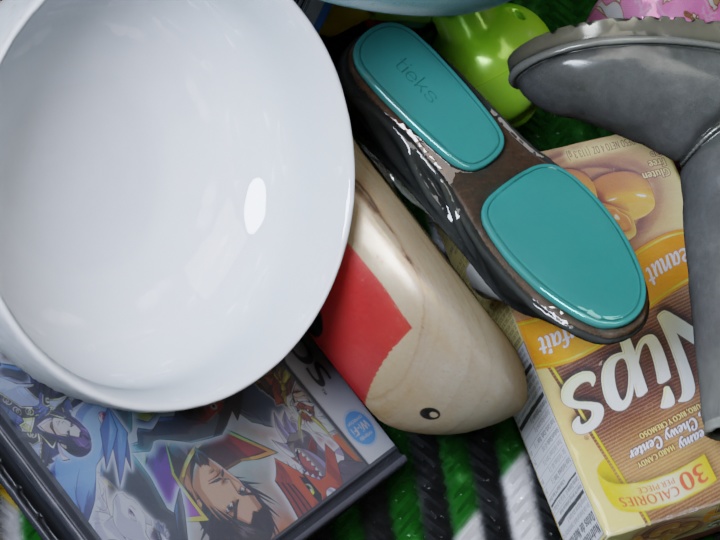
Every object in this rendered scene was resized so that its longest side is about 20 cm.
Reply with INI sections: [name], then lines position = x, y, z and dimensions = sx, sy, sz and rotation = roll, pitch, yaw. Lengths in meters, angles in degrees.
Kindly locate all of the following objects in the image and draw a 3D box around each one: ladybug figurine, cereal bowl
[ladybug figurine]
position = 0.000, 0.000, 1.195
dimensions = 0.072, 0.136, 0.200
rotation = -38, 67, 3
[cereal bowl]
position = -0.102, -0.041, 1.084
dimensions = 0.199, 0.083, 0.202
rotation = -4, 95, -41

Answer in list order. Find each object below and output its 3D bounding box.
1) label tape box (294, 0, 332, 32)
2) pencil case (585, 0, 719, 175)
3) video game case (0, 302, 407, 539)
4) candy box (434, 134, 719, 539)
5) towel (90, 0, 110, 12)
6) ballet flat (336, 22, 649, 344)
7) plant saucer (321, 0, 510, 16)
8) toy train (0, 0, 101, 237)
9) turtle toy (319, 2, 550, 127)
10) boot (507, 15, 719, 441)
[label tape box]
position = -0.115, -0.191, 1.245
dimensions = 0.142, 0.066, 0.201
rotation = -3, 46, -38
[pencil case]
position = 0.195, -0.070, 1.301
dimensions = 0.082, 0.087, 0.201
rotation = -14, 65, -46
[video game case]
position = -0.089, 0.057, 1.133
dimensions = 0.181, 0.025, 0.200
rotation = 52, 38, 5
[candy box]
position = 0.126, 0.036, 1.241
dimensions = 0.115, 0.055, 0.201
rotation = -14, 66, -19
[towel]
position = -0.170, -0.187, 1.180
dimensions = 0.023, 0.199, 0.154
rotation = 0, 92, -41
[ballet flat]
position = 0.061, -0.033, 1.193
dimensions = 0.068, 0.069, 0.200
rotation = -30, 68, -25
[plant saucer]
position = -0.006, -0.160, 1.164
dimensions = 0.198, 0.028, 0.200
rotation = 13, 25, -6
[toy train]
position = -0.206, -0.084, 1.130
dimensions = 0.115, 0.085, 0.201
rotation = -16, 63, -37
[turtle toy]
position = 0.038, -0.165, 1.294
dimensions = 0.145, 0.101, 0.201
rotation = -26, 68, 11
[boot]
position = 0.162, -0.017, 1.209
dimensions = 0.180, 0.073, 0.202
rotation = 0, 77, -1
